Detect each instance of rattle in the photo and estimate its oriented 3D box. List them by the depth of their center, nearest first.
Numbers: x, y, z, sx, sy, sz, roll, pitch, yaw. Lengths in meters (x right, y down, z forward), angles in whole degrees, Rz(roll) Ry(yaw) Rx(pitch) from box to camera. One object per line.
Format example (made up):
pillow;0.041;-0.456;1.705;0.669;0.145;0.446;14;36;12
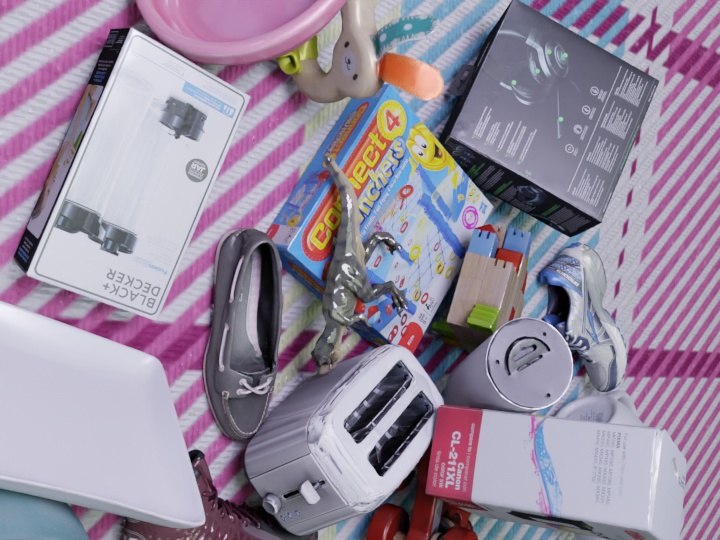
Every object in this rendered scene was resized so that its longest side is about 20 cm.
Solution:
rattle;-0.042;-0.194;0.664;0.141;0.200;0.132;9;119;-43

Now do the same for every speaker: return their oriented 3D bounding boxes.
speaker;0.137;0.107;0.780;0.079;0.200;0.083;2;73;-5

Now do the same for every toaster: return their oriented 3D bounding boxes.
toaster;-0.007;0.151;0.754;0.199;0.128;0.115;-40;97;-42

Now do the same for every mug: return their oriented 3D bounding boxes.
mug;0.331;0.246;1.052;0.200;0.146;0.178;-46;115;-46

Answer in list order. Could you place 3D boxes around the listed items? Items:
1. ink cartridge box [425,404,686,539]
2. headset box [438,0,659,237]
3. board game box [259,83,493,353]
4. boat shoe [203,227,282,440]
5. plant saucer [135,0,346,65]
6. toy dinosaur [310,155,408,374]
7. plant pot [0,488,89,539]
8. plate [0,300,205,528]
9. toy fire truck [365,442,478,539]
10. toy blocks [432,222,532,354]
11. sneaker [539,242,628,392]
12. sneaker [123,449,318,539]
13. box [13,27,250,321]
ink cartridge box;0.178;0.187;0.721;0.145;0.196;0.085;39;59;-51
headset box;0.191;-0.165;0.870;0.197;0.093;0.177;26;78;-4
board game box;0.025;-0.048;0.826;0.195;0.055;0.202;42;71;-33
boat shoe;-0.105;0.063;0.741;0.066;0.056;0.205;-3;98;-36
plant saucer;-0.086;-0.248;0.654;0.203;0.197;0.051;-62;158;-13
toy dinosaur;0.000;0.000;0.751;0.086;0.047;0.205;2;94;-29
plant pot;-0.285;0.202;0.550;0.197;0.135;0.203;-20;141;-17
plate;-0.221;0.104;0.588;0.198;0.201;0.033;27;107;-36
toy fire truck;0.096;0.262;0.897;0.167;0.110;0.205;13;85;-58
toy blocks;0.148;0.015;0.876;0.200;0.098;0.140;47;59;-67
sneaker;0.277;0.072;1.033;0.084;0.077;0.204;-26;104;-21
sneaker;-0.124;0.220;0.738;0.197;0.075;0.119;-3;95;-36
box;-0.182;-0.075;0.647;0.115;0.060;0.203;25;88;-36
